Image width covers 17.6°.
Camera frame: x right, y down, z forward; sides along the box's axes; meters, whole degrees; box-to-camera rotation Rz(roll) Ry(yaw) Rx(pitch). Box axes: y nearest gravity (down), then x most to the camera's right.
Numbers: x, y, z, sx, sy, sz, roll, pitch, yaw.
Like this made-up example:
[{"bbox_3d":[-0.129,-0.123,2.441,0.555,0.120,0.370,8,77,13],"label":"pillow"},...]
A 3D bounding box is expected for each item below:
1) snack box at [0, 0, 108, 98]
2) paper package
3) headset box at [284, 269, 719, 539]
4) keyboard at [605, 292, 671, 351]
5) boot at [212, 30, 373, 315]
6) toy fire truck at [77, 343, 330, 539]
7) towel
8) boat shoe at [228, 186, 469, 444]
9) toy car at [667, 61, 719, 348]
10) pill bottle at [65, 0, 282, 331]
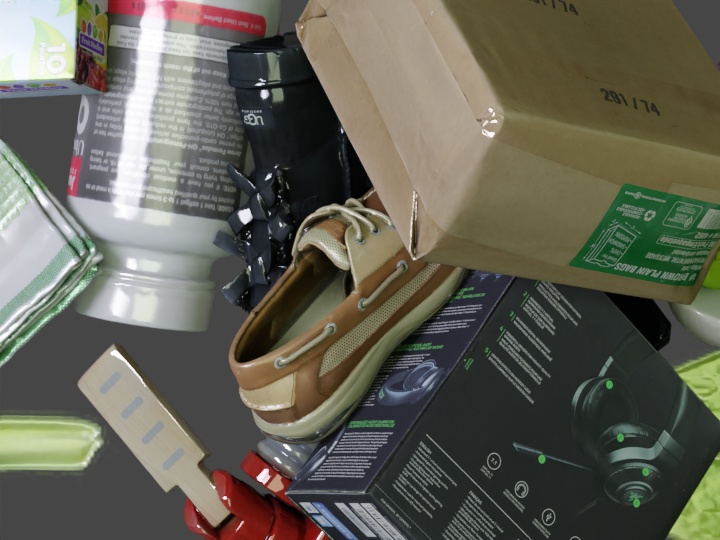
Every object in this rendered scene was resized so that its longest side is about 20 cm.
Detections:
[{"bbox_3d":[-0.243,-0.170,1.324,0.198,0.053,0.144,-1,85,17],"label":"snack box"},{"bbox_3d":[0.094,-0.087,1.242,0.199,0.191,0.104,9,129,-34],"label":"paper package"},{"bbox_3d":[0.088,0.100,1.288,0.174,0.093,0.201,45,65,-21],"label":"headset box"},{"bbox_3d":[0.092,-0.009,1.410,0.104,0.040,0.201,-35,82,-11],"label":"keyboard"},{"bbox_3d":[0.000,-0.062,1.350,0.197,0.073,0.164,-18,110,-40],"label":"boot"},{"bbox_3d":[-0.045,0.095,1.349,0.199,0.129,0.177,34,90,-35],"label":"toy fire truck"},{"bbox_3d":[-0.257,-0.025,1.338,0.149,0.031,0.200,-43,68,2],"label":"towel"},{"bbox_3d":[0.000,0.000,1.269,0.201,0.075,0.074,-55,134,-19],"label":"boat shoe"},{"bbox_3d":[0.235,-0.068,1.362,0.199,0.176,0.150,-26,52,-33],"label":"toy car"},{"bbox_3d":[-0.113,-0.070,1.354,0.110,0.111,0.202,9,92,-5],"label":"pill bottle"}]
